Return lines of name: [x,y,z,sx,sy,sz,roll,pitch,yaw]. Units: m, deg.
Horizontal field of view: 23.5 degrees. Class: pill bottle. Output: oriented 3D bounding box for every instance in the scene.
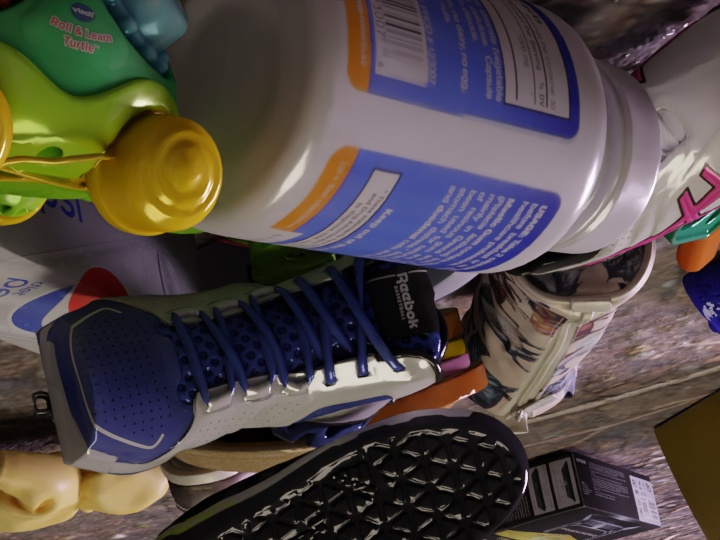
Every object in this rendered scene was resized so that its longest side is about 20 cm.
pill bottle: [0.023,-0.058,0.665,0.200,0.112,0.112,9,152,-43]

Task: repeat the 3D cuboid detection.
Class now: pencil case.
pencil case: [0.102,0.020,0.951,0.078,0.090,0.200,-8,159,-10]

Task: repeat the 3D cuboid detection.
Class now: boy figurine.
boy figurine: [-0.227,0.138,1.128,0.200,0.065,0.124,-10,160,-5]

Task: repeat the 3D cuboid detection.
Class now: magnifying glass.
magnifying glass: [0.187,-0.032,0.921,0.080,0.022,0.200,-41,167,-4]

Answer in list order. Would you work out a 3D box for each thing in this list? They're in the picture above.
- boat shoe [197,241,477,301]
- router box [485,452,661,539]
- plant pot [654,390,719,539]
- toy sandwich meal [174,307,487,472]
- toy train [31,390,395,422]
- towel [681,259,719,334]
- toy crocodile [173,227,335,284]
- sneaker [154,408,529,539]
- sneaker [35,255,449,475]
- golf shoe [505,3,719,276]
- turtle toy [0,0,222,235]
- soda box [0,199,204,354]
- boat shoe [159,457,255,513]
boat shoe: [0.000,0.005,0.876,0.202,0.075,0.086,-22,158,34]
router box: [0.166,0.222,1.579,0.157,0.052,0.200,-20,159,23]
plant pot: [0.389,0.177,1.402,0.200,0.177,0.200,-1,157,-25]
toy sandwich meal: [-0.032,0.058,0.987,0.205,0.070,0.205,-6,-169,1]
toy train: [-0.059,0.054,0.840,0.200,0.034,0.046,-4,160,-25]
towel: [0.318,0.002,1.077,0.200,0.050,0.148,-23,158,29]
toy crocodile: [-0.063,-0.040,0.730,0.062,0.068,0.200,-20,158,22]
sneaker: [-0.020,0.107,0.805,0.200,0.072,0.083,-22,-165,9]
sneaker: [-0.032,0.027,0.739,0.199,0.081,0.115,0,155,-47]
golf shoe: [0.130,-0.048,0.767,0.092,0.073,0.200,-33,171,-31]
turtle toy: [-0.138,-0.073,0.545,0.200,0.101,0.146,12,175,-40]
soda box: [-0.142,-0.008,0.773,0.063,0.068,0.200,-18,158,18]
boat shoe: [-0.081,0.122,1.056,0.072,0.060,0.200,-4,-174,1]
